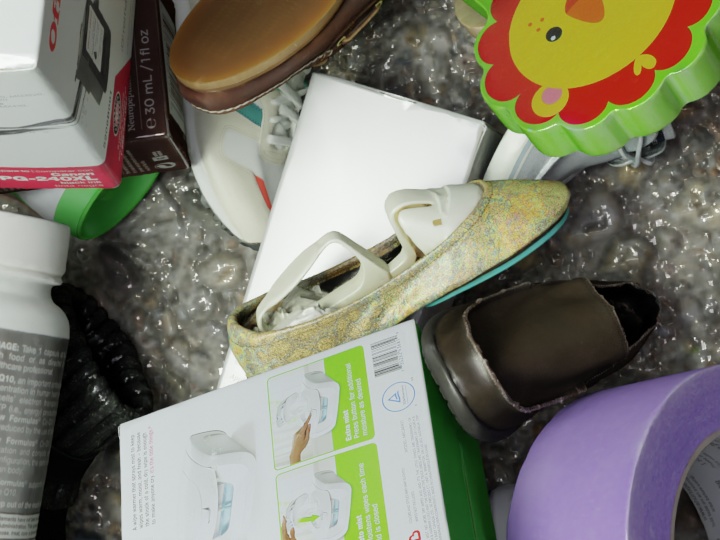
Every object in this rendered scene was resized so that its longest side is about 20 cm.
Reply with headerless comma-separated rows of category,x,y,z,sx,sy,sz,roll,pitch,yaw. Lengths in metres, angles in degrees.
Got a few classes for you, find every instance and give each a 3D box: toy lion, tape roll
toy lion,0.134,-0.160,1.077,0.200,0.069,0.192,-46,47,0
tape roll,0.172,0.153,1.038,0.085,0.199,0.202,-18,83,46

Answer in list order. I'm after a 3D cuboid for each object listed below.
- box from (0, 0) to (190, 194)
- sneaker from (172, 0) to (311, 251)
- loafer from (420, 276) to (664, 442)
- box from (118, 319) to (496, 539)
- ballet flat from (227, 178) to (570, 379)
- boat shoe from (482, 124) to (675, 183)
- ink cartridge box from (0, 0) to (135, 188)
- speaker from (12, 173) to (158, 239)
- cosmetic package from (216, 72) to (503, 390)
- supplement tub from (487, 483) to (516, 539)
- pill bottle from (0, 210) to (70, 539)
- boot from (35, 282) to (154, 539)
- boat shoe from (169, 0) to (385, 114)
box,-0.200,-0.099,1.123,0.198,0.075,0.101,-8,77,4
sneaker,-0.056,-0.115,1.174,0.093,0.070,0.202,-14,82,18
loafer,0.099,0.032,1.062,0.071,0.200,0.073,-33,83,30
box,-0.025,0.151,1.014,0.175,0.097,0.201,-21,48,13
ballet flat,0.015,-0.004,1.067,0.199,0.071,0.071,-33,81,10
boat shoe,0.146,-0.097,1.124,0.071,0.070,0.201,41,94,17
ink cartridge box,-0.168,-0.135,0.989,0.082,0.200,0.147,2,77,4
speaker,-0.211,-0.110,1.206,0.200,0.088,0.089,43,98,11
cosmetic package,0.000,0.000,1.150,0.107,0.085,0.202,19,92,12
supplement tub,0.024,0.213,1.106,0.198,0.145,0.147,-21,84,12
pill bottle,-0.221,0.067,1.113,0.113,0.114,0.202,9,86,14
boot,-0.177,0.131,1.192,0.157,0.079,0.212,-34,80,11
boat shoe,-0.024,-0.147,1.117,0.070,0.071,0.200,32,63,29
